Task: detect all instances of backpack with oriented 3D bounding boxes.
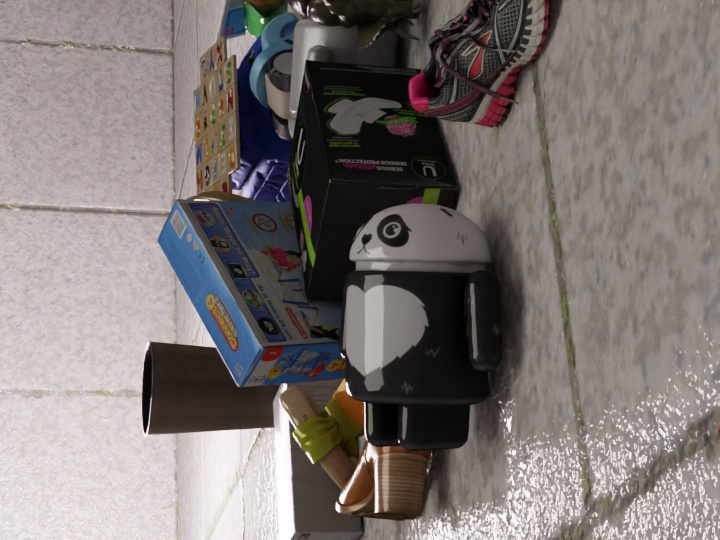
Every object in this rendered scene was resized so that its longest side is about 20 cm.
[{"bbox_3d":[-0.099,-0.197,1.787,0.162,0.167,0.201,140,134,-58],"label":"backpack"}]

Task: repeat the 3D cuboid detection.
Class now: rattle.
[{"bbox_3d":[0.005,0.170,1.546,0.130,0.143,0.200,31,166,40],"label":"rattle"}]

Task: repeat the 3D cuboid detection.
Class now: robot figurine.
[{"bbox_3d":[-0.019,-0.199,1.548,0.169,0.112,0.202,-12,-72,-62],"label":"robot figurine"},{"bbox_3d":[0.047,0.046,1.196,0.125,0.149,0.202,9,-97,-79],"label":"robot figurine"}]

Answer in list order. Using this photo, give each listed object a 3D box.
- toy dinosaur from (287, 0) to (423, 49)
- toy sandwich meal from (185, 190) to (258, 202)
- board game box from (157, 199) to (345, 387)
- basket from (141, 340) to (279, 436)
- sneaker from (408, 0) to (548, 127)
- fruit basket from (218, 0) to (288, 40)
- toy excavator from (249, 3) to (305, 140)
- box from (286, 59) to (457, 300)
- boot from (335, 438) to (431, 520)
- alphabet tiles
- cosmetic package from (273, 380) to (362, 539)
[{"bbox_3d":[-0.040,-0.277,1.436,0.103,0.199,0.077,87,-153,-55],"label":"toy dinosaur"},{"bbox_3d":[-0.124,-0.021,1.684,0.071,0.204,0.205,-67,7,-17],"label":"toy sandwich meal"},{"bbox_3d":[-0.070,0.018,1.420,0.200,0.195,0.056,57,130,33],"label":"board game box"},{"bbox_3d":[-0.220,0.177,2.160,0.180,0.198,0.137,121,148,-66],"label":"basket"},{"bbox_3d":[0.095,-0.184,1.142,0.201,0.074,0.081,110,158,-51],"label":"sneaker"},{"bbox_3d":[-0.085,-0.380,1.793,0.094,0.185,0.200,50,145,17],"label":"fruit basket"},{"bbox_3d":[-0.061,-0.276,1.703,0.200,0.194,0.100,51,158,34],"label":"toy excavator"},{"bbox_3d":[0.005,-0.087,1.410,0.201,0.123,0.149,-101,18,-49],"label":"box"},{"bbox_3d":[0.030,0.160,1.400,0.200,0.073,0.156,145,131,-70],"label":"boot"},{"bbox_3d":[-0.173,-0.170,1.731,0.166,0.006,0.202,161,108,-66],"label":"alphabet tiles"},{"bbox_3d":[-0.053,0.227,1.693,0.107,0.089,0.201,118,148,-62],"label":"cosmetic package"}]
